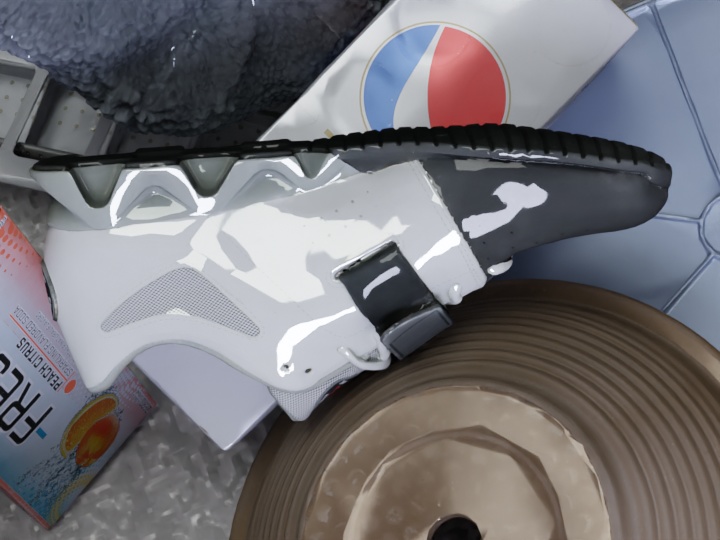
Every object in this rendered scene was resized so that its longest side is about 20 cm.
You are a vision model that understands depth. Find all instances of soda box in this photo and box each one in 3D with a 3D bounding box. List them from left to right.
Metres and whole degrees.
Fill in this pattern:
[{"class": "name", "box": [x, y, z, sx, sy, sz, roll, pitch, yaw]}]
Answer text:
[{"class": "soda box", "box": [-0.137, 0.013, 0.740, 0.068, 0.200, 0.064, 36, 77, 26]}, {"class": "soda box", "box": [0.001, -0.033, 0.768, 0.068, 0.064, 0.200, 44, 88, 0]}]

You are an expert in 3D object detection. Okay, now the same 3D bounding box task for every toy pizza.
[{"class": "toy pizza", "box": [0.134, -0.010, 0.785, 0.199, 0.032, 0.201, -6, 67, 13]}]

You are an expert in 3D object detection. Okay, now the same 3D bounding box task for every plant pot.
[{"class": "plant pot", "box": [0.042, 0.092, 0.706, 0.200, 0.093, 0.202, -5, 72, 17]}]

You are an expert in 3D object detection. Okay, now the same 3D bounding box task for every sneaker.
[{"class": "sneaker", "box": [0.000, 0.000, 0.705, 0.199, 0.074, 0.089, -5, 97, 5]}]

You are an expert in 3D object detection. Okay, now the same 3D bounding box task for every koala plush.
[{"class": "koala plush", "box": [-0.098, -0.155, 0.807, 0.178, 0.184, 0.200, -50, 43, 0]}]

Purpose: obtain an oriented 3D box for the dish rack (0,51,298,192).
[{"class": "dish rack", "box": [-0.071, -0.108, 0.871, 0.171, 0.044, 0.201, 12, 69, 18]}]
